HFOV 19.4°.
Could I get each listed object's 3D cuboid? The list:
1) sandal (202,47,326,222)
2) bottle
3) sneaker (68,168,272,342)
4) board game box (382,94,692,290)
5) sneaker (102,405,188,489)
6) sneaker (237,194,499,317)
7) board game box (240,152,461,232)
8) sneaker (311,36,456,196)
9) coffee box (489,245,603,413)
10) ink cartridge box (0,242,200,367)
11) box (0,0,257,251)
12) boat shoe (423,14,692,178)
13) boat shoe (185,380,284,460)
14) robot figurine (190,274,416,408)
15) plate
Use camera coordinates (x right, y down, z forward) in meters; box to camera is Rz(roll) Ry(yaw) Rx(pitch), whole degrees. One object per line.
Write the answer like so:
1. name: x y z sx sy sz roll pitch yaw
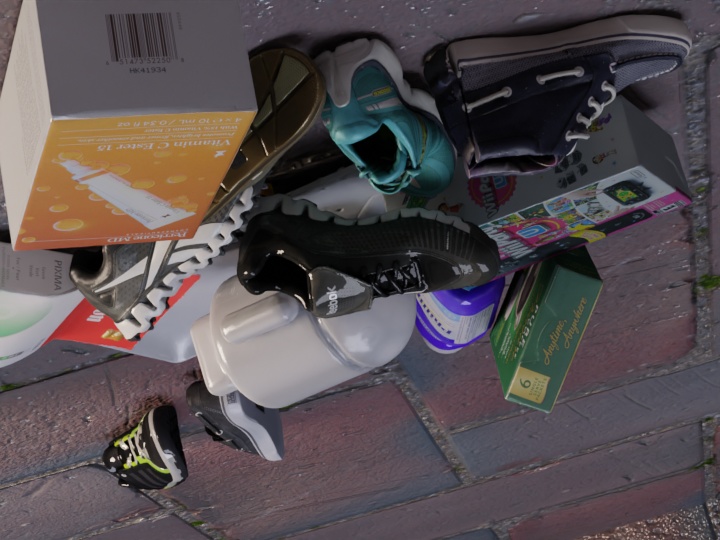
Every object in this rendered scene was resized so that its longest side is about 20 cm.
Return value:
1. sandal: -0.092 -0.089 1.437 0.200 0.080 0.054 -32 177 33
2. bottle: 0.082 0.024 1.870 0.065 0.084 0.200 -32 166 -12
3. sneaker: -0.144 -0.036 1.533 0.090 0.067 0.200 34 119 -17
4. board game box: 0.137 -0.057 1.623 0.199 0.064 0.147 -20 162 20
5. sneaker: -0.223 0.194 2.162 0.083 0.072 0.200 -11 162 -8
6. sneaker: 0.000 0.000 1.531 0.199 0.091 0.067 7 136 16
7. board game box: 0.026 -0.064 1.659 0.200 0.026 0.200 -23 161 23
8. sneaker: 0.015 -0.088 1.469 0.077 0.080 0.200 -18 157 16
9. coffee box: 0.153 0.034 1.769 0.044 0.123 0.200 20 -169 -4
10. ink cartridge box: -0.246 0.037 1.648 0.199 0.050 0.161 12 152 -24
11. box: -0.149 -0.096 1.297 0.124 0.098 0.200 -5 160 -17
12. boat shoe: 0.148 -0.118 1.481 0.199 0.093 0.075 -10 162 -13
13. boat shoe: -0.127 0.149 2.115 0.066 0.070 0.200 -10 163 10
14. robot figurine: -0.039 0.037 1.663 0.200 0.113 0.169 -24 170 29
15. plate: -0.132 0.020 1.776 0.199 0.032 0.200 -22 161 24
